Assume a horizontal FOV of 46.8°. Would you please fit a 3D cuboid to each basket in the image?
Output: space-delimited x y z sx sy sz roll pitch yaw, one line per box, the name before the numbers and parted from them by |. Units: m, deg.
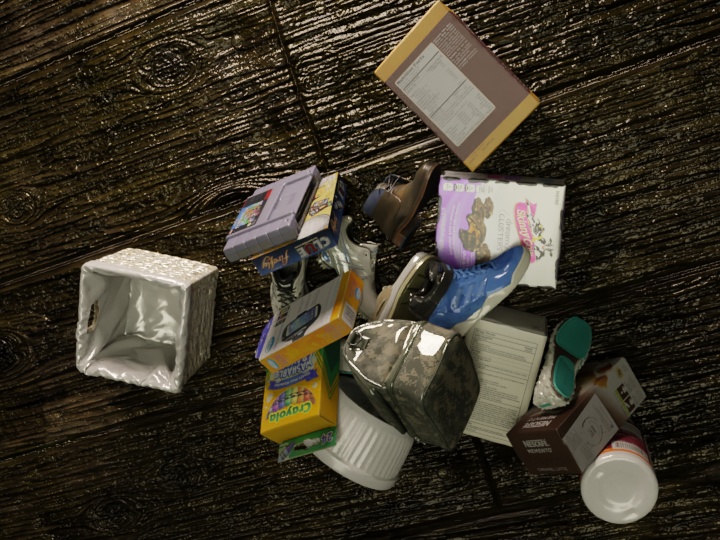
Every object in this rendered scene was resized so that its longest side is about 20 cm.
basket | -0.369 0.080 1.452 0.198 0.161 0.200 11 105 8

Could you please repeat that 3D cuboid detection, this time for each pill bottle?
pill bottle | 0.401 0.302 1.321 0.113 0.200 0.115 3 103 11

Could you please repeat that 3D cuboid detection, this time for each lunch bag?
lunch bag | 0.074 0.167 1.267 0.167 0.200 0.140 17 65 32

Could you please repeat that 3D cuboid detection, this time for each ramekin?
ramekin | -0.001 0.265 1.405 0.199 0.200 0.106 32 97 3

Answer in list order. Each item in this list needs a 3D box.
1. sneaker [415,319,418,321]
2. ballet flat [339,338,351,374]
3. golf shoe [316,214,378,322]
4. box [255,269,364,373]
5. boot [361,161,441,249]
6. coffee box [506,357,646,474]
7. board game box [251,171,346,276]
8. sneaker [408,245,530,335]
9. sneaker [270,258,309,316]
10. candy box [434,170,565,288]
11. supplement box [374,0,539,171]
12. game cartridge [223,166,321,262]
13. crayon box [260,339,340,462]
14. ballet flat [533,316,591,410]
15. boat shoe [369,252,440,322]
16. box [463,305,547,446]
sneaker | 0.132 0.122 1.394 0.200 0.084 0.121 -37 89 25
ballet flat | -0.047 0.148 1.444 0.198 0.069 0.070 -3 103 24
golf shoe | 0.000 0.000 1.402 0.097 0.078 0.201 -34 96 11
box | -0.087 0.087 1.348 0.199 0.119 0.041 -31 117 31
boot | 0.060 -0.120 1.324 0.097 0.075 0.200 37 145 10
coffee box | 0.339 0.227 1.303 0.114 0.200 0.080 -23 100 54
board game box | -0.094 -0.078 1.336 0.135 0.201 0.035 -21 117 16
sneaker | 0.161 0.012 1.274 0.200 0.077 0.111 -44 101 6
sneaker | -0.128 0.024 1.426 0.075 0.088 0.202 3 105 9
candy box | 0.223 -0.067 1.337 0.198 0.072 0.169 5 104 12
supplement box | 0.149 -0.275 1.238 0.200 0.197 0.133 45 108 -2
game cartridge | -0.141 -0.095 1.338 0.129 0.201 0.039 -15 119 19
crayon box | -0.097 0.198 1.359 0.125 0.201 0.052 -23 139 30
ballet flat | 0.312 0.147 1.318 0.071 0.200 0.072 14 127 20
boat shoe | 0.059 0.053 1.348 0.068 0.074 0.201 41 109 46
box | 0.223 0.167 1.374 0.127 0.109 0.202 14 105 9
